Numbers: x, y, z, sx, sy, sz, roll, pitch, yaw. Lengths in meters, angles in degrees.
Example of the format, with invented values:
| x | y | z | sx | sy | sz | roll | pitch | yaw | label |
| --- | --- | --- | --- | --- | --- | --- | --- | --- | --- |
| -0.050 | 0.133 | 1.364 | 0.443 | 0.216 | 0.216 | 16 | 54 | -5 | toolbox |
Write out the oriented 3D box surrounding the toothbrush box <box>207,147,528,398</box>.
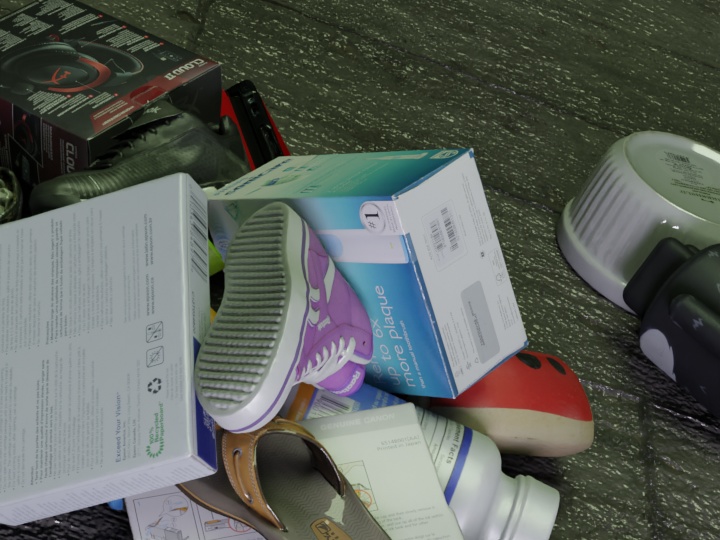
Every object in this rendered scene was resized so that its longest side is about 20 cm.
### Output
| x | y | z | sx | sy | sz | roll | pitch | yaw | label |
| --- | --- | --- | --- | --- | --- | --- | --- | --- | --- |
| 0.000 | 0.000 | 1.299 | 0.085 | 0.147 | 0.200 | -31 | 22 | -37 | toothbrush box |

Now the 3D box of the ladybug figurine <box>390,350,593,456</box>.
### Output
| x | y | z | sx | sy | sz | roll | pitch | yaw | label |
| --- | --- | --- | --- | --- | --- | --- | --- | --- | --- |
| 0.096 | 0.091 | 1.372 | 0.135 | 0.072 | 0.200 | 10 | 0 | 33 | ladybug figurine |

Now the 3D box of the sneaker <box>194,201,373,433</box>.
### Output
| x | y | z | sx | sy | sz | roll | pitch | yaw | label |
| --- | --- | --- | --- | --- | --- | --- | --- | --- | --- |
| -0.034 | 0.050 | 1.157 | 0.114 | 0.073 | 0.201 | 51 | 27 | -24 | sneaker |

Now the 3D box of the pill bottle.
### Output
| x | y | z | sx | sy | sz | roll | pitch | yaw | label |
| --- | --- | --- | --- | --- | --- | --- | --- | --- | --- |
| 0.025 | 0.144 | 1.255 | 0.200 | 0.112 | 0.112 | 24 | 30 | -2 | pill bottle |

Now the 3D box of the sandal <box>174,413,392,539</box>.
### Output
| x | y | z | sx | sy | sz | roll | pitch | yaw | label |
| --- | --- | --- | --- | --- | --- | --- | --- | --- | --- |
| -0.050 | 0.126 | 1.126 | 0.082 | 0.055 | 0.200 | -29 | 55 | -29 | sandal |

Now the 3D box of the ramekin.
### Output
| x | y | z | sx | sy | sz | roll | pitch | yaw | label |
| --- | --- | --- | --- | --- | --- | --- | --- | --- | --- |
| 0.290 | -0.042 | 1.740 | 0.200 | 0.105 | 0.200 | 17 | 31 | -11 | ramekin |

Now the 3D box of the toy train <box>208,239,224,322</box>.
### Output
| x | y | z | sx | sy | sz | roll | pitch | yaw | label |
| --- | --- | --- | --- | --- | --- | --- | --- | --- | --- |
| -0.142 | 0.011 | 1.276 | 0.200 | 0.116 | 0.085 | 47 | -4 | -3 | toy train |

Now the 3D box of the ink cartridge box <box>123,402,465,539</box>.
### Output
| x | y | z | sx | sy | sz | roll | pitch | yaw | label |
| --- | --- | --- | --- | --- | --- | --- | --- | --- | --- |
| -0.038 | 0.174 | 1.150 | 0.199 | 0.045 | 0.176 | -8 | 47 | -13 | ink cartridge box |

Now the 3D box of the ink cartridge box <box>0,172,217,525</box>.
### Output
| x | y | z | sx | sy | sz | roll | pitch | yaw | label |
| --- | --- | --- | --- | --- | --- | --- | --- | --- | --- |
| -0.187 | 0.053 | 1.173 | 0.041 | 0.199 | 0.200 | 49 | 31 | -55 | ink cartridge box |

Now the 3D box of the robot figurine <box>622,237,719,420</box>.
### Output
| x | y | z | sx | sy | sz | roll | pitch | yaw | label |
| --- | --- | --- | --- | --- | --- | --- | --- | --- | --- |
| 0.317 | 0.056 | 1.583 | 0.150 | 0.125 | 0.200 | -27 | 54 | -31 | robot figurine |

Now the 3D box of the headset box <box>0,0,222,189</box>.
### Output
| x | y | z | sx | sy | sz | roll | pitch | yaw | label |
| --- | --- | --- | --- | --- | --- | --- | --- | --- | --- |
| -0.212 | -0.126 | 1.443 | 0.200 | 0.075 | 0.149 | 25 | 42 | 28 | headset box |

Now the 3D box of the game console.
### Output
| x | y | z | sx | sy | sz | roll | pitch | yaw | label |
| --- | --- | --- | --- | --- | --- | --- | --- | --- | --- |
| -0.107 | -0.056 | 1.520 | 0.118 | 0.173 | 0.200 | -25 | 40 | 2 | game console |

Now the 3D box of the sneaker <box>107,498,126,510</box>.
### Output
| x | y | z | sx | sy | sz | roll | pitch | yaw | label |
| --- | --- | --- | --- | --- | --- | --- | --- | --- | --- |
| -0.213 | 0.093 | 1.231 | 0.090 | 0.079 | 0.200 | -32 | 58 | -31 | sneaker |

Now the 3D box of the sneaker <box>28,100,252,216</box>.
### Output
| x | y | z | sx | sy | sz | roll | pitch | yaw | label |
| --- | --- | --- | --- | --- | --- | --- | --- | --- | --- |
| -0.154 | -0.074 | 1.336 | 0.200 | 0.066 | 0.091 | -7 | 86 | -45 | sneaker |

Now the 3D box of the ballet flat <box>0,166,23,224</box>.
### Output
| x | y | z | sx | sy | sz | roll | pitch | yaw | label |
| --- | --- | --- | --- | --- | --- | --- | --- | --- | --- |
| -0.314 | -0.036 | 1.344 | 0.072 | 0.072 | 0.200 | 35 | 32 | 19 | ballet flat |
